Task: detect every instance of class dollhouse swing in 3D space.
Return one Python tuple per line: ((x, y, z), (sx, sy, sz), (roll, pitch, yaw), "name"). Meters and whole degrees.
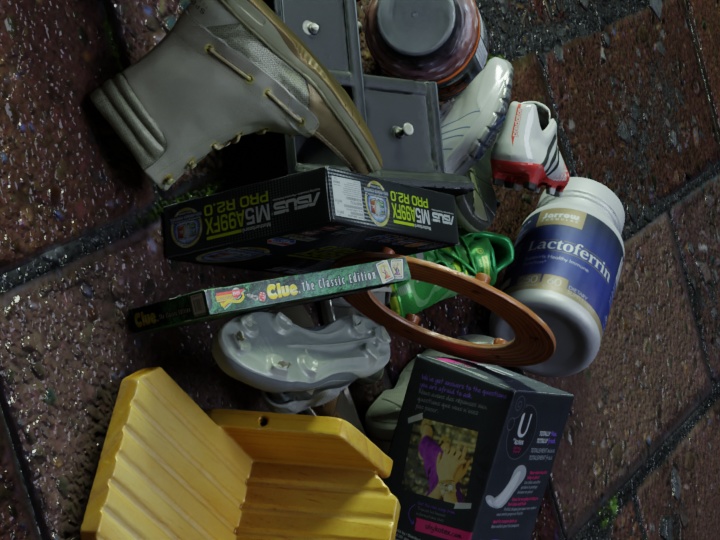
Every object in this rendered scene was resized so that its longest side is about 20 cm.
((-0.082, 0.181, 1.403), (0.176, 0.180, 0.201), (71, 26, -54), "dollhouse swing")

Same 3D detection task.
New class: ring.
((0.069, 0.029, 1.588), (0.200, 0.199, 0.019), (42, 62, -45), "ring")

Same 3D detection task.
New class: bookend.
((-0.015, -0.158, 1.612), (0.199, 0.092, 0.200), (3, 78, -38), "bookend")

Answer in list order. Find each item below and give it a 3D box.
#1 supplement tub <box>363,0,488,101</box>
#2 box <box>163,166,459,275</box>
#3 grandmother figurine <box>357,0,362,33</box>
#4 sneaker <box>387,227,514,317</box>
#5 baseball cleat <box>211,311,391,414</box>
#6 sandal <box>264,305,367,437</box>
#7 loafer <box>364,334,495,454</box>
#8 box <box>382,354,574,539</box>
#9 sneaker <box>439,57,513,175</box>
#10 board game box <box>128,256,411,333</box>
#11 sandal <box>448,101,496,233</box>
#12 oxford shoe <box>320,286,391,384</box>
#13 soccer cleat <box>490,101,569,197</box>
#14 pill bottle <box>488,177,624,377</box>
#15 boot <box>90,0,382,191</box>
((0.059, -0.216, 1.738), (0.200, 0.106, 0.108), (14, 67, -82), "supplement tub")
((-0.036, -0.036, 1.537), (0.200, 0.159, 0.045), (9, 72, -58), "box")
((-0.028, -0.284, 1.730), (0.121, 0.060, 0.202), (5, 78, -30), "grandmother figurine")
((0.082, -0.008, 1.794), (0.200, 0.083, 0.075), (-27, 104, -57), "sneaker")
((-0.058, 0.081, 1.484), (0.199, 0.106, 0.070), (4, 52, -50), "baseball cleat")
((-0.028, 0.097, 1.611), (0.201, 0.054, 0.080), (62, 35, -26), "sandal")
((0.066, 0.123, 1.759), (0.200, 0.071, 0.063), (-35, 128, -50), "loafer")
((0.090, 0.185, 1.663), (0.122, 0.106, 0.201), (11, 98, -58), "box")
((0.067, -0.114, 1.724), (0.201, 0.087, 0.075), (-54, 171, -3), "sneaker")
((-0.068, 0.019, 1.468), (0.199, 0.104, 0.024), (-9, 89, -41), "board game box")
((0.093, -0.100, 1.861), (0.080, 0.057, 0.201), (43, 28, -20), "sandal")
((0.000, 0.000, 1.685), (0.075, 0.057, 0.202), (-2, 85, -62), "oxford shoe")
((0.165, -0.118, 1.836), (0.200, 0.068, 0.086), (0, 100, -75), "soccer cleat")
((0.208, 0.003, 1.969), (0.116, 0.115, 0.201), (58, 36, -32), "pill bottle")
((-0.092, -0.111, 1.465), (0.200, 0.155, 0.072), (46, 7, -24), "boot")
